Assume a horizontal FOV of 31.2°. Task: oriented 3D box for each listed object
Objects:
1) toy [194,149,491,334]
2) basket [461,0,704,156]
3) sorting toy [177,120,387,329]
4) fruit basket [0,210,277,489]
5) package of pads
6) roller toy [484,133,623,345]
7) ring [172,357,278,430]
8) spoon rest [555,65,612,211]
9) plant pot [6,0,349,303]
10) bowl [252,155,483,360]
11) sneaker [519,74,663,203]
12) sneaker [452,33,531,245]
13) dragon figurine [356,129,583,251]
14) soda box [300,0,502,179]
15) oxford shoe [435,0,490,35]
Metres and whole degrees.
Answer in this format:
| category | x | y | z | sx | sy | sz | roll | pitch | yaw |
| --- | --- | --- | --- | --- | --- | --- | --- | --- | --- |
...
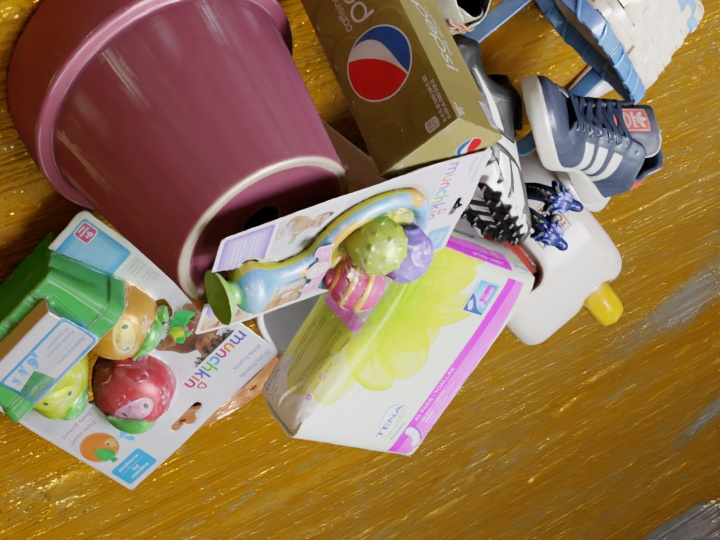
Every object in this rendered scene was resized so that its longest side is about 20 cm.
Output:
| category | x | y | z | sx | sy | sz | roll | pitch | yaw |
| --- | --- | --- | --- | --- | --- | --- | --- | --- | --- |
| toy | -0.004 | -0.004 | 0.830 | 0.198 | 0.048 | 0.116 | -16 | 154 | -25 |
| basket | 0.175 | -0.197 | 1.063 | 0.200 | 0.139 | 0.176 | -45 | 149 | 2 |
| sorting toy | -0.066 | -0.037 | 0.961 | 0.184 | 0.200 | 0.037 | -28 | 128 | -20 |
| fruit basket | -0.195 | 0.074 | 0.991 | 0.185 | 0.094 | 0.200 | -42 | 115 | 17 |
| package of pads | 0.028 | 0.054 | 1.039 | 0.154 | 0.068 | 0.201 | 16 | 113 | -44 |
| roller toy | 0.157 | -0.035 | 1.237 | 0.140 | 0.200 | 0.182 | -41 | 136 | 5 |
| ring | -0.136 | 0.085 | 1.247 | 0.199 | 0.019 | 0.201 | -28 | 151 | -18 |
| spoon rest | 0.210 | -0.130 | 1.210 | 0.060 | 0.099 | 0.201 | -27 | -156 | 36 |
| plant pot | -0.107 | -0.085 | 0.848 | 0.199 | 0.180 | 0.201 | -29 | 152 | -17 |
| bowl | 0.000 | 0.000 | 1.081 | 0.199 | 0.075 | 0.200 | -42 | 141 | -4 |
| sneaker | 0.189 | -0.114 | 1.023 | 0.084 | 0.076 | 0.200 | -17 | 162 | 22 |
| sneaker | 0.099 | -0.102 | 0.997 | 0.091 | 0.066 | 0.200 | -55 | 135 | -19 |
| dragon figurine | 0.099 | -0.088 | 1.099 | 0.059 | 0.199 | 0.099 | -56 | -169 | -7 |
| soda box | 0.015 | -0.158 | 0.857 | 0.067 | 0.202 | 0.064 | -34 | 156 | 26 |
| oxford shoe | 0.052 | -0.199 | 0.983 | 0.070 | 0.074 | 0.201 | -11 | 142 | -42 |
